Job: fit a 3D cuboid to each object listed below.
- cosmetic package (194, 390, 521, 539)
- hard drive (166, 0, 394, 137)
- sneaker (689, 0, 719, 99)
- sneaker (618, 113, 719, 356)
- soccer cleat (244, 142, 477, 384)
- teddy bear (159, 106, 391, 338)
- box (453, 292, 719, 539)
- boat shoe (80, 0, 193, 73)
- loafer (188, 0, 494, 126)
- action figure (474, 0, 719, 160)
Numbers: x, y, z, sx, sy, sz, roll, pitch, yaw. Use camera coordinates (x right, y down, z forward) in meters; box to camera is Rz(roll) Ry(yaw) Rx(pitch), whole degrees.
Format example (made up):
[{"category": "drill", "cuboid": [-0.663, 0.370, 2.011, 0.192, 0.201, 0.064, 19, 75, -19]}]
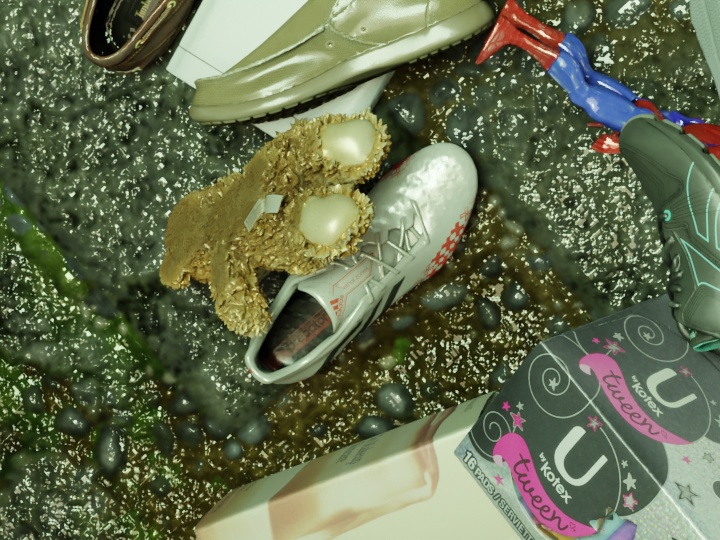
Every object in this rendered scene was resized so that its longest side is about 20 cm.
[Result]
[{"category": "cosmetic package", "cuboid": [0.007, 0.159, 1.128, 0.199, 0.103, 0.088, -22, 93, 12]}, {"category": "hard drive", "cuboid": [-0.023, -0.183, 1.133, 0.132, 0.027, 0.200, 32, 101, 7]}, {"category": "sneaker", "cuboid": [0.253, -0.137, 1.064, 0.071, 0.073, 0.201, -4, 82, -28]}, {"category": "sneaker", "cuboid": [0.200, -0.005, 0.991, 0.079, 0.075, 0.200, -38, 64, 6]}, {"category": "soccer cleat", "cuboid": [0.000, 0.000, 1.119, 0.069, 0.085, 0.200, 46, 103, 4]}, {"category": "teddy bear", "cuboid": [-0.046, -0.031, 1.088, 0.200, 0.067, 0.145, -37, 44, 40]}, {"category": "box", "cuboid": [0.176, 0.131, 1.007, 0.200, 0.132, 0.115, 51, 132, 22]}, {"category": "boat shoe", "cuboid": [-0.120, -0.219, 1.129, 0.070, 0.070, 0.201, 26, 100, 9]}, {"category": "loafer", "cuboid": [-0.018, -0.144, 1.089, 0.199, 0.076, 0.068, -20, 91, 5]}, {"category": "action figure", "cuboid": [0.165, -0.095, 1.081, 0.200, 0.065, 0.052, 29, 113, -1]}]
